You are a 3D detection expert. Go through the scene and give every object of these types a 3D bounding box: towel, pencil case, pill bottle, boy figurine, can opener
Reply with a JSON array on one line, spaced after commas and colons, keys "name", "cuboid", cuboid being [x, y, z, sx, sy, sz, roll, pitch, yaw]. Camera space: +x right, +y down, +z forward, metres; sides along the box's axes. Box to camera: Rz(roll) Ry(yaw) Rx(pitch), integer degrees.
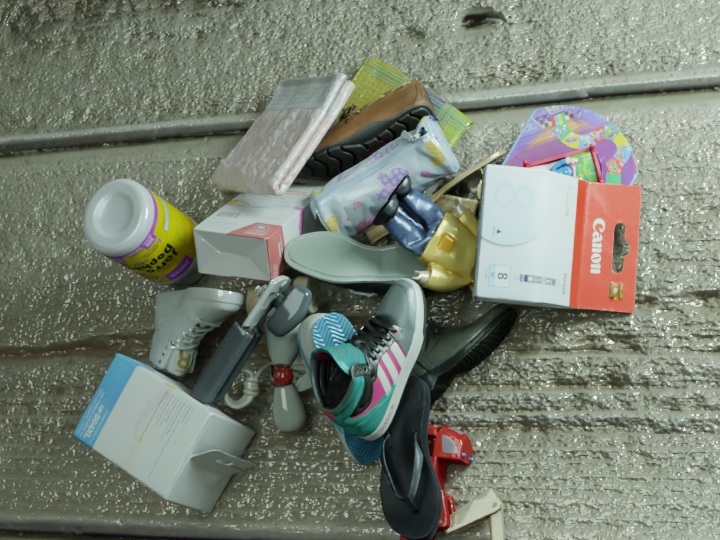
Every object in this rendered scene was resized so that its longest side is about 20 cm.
[{"name": "towel", "cuboid": [-0.108, -0.184, 1.815, 0.192, 0.032, 0.199, -57, 27, -12]}, {"name": "pencil case", "cuboid": [0.031, -0.117, 1.746, 0.199, 0.091, 0.084, -33, 75, 17]}, {"name": "towel", "cuboid": [0.042, -0.194, 1.829, 0.199, 0.023, 0.144, 34, 88, 28]}, {"name": "pill bottle", "cuboid": [-0.281, -0.044, 1.822, 0.103, 0.200, 0.106, -7, 71, 21]}, {"name": "boy figurine", "cuboid": [0.109, -0.025, 1.670, 0.199, 0.064, 0.125, 39, 70, -3]}, {"name": "can opener", "cuboid": [-0.141, 0.091, 1.709, 0.066, 0.053, 0.201, 43, 106, 19]}]

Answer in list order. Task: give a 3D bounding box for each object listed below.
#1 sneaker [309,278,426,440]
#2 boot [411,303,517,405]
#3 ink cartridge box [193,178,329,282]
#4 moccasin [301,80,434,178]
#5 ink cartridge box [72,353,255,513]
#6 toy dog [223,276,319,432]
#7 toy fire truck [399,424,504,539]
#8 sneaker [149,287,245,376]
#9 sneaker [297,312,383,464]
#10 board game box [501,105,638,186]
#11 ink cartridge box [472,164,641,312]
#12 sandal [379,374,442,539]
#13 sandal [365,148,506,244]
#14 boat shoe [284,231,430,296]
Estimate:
[{"name": "sneaker", "cuboid": [0.001, 0.095, 1.605, 0.083, 0.120, 0.202, 13, 84, 44]}, {"name": "boot", "cuboid": [0.088, 0.077, 1.687, 0.200, 0.068, 0.131, -41, 68, 9]}, {"name": "ink cartridge box", "cuboid": [-0.121, -0.060, 1.796, 0.115, 0.200, 0.068, 7, 118, 25]}, {"name": "moccasin", "cuboid": [0.001, -0.190, 1.794, 0.200, 0.074, 0.078, -32, 49, 15]}, {"name": "ink cartridge box", "cuboid": [-0.247, 0.219, 1.761, 0.199, 0.128, 0.126, 29, 86, 29]}, {"name": "toy dog", "cuboid": [-0.091, 0.102, 1.768, 0.131, 0.096, 0.202, 17, 95, 25]}, {"name": "toy fire truck", "cuboid": [0.121, 0.292, 1.618, 0.140, 0.049, 0.202, 5, 75, 25]}, {"name": "sneaker", "cuboid": [-0.220, 0.085, 1.801, 0.199, 0.073, 0.117, -11, 69, 56]}, {"name": "sneaker", "cuboid": [-0.019, 0.146, 1.695, 0.076, 0.081, 0.202, -22, 99, -22]}, {"name": "board game box", "cuboid": [0.249, -0.112, 1.678, 0.157, 0.039, 0.201, 31, 87, 15]}, {"name": "ink cartridge box", "cuboid": [0.239, -0.037, 1.623, 0.197, 0.047, 0.162, 5, 83, 2]}, {"name": "sandal", "cuboid": [0.052, 0.225, 1.615, 0.075, 0.043, 0.202, -13, 70, 22]}, {"name": "sandal", "cuboid": [0.112, -0.074, 1.739, 0.210, 0.078, 0.070, -30, 89, 7]}, {"name": "boat shoe", "cuboid": [0.000, 0.000, 1.726, 0.198, 0.061, 0.076, 10, 60, 5]}]
